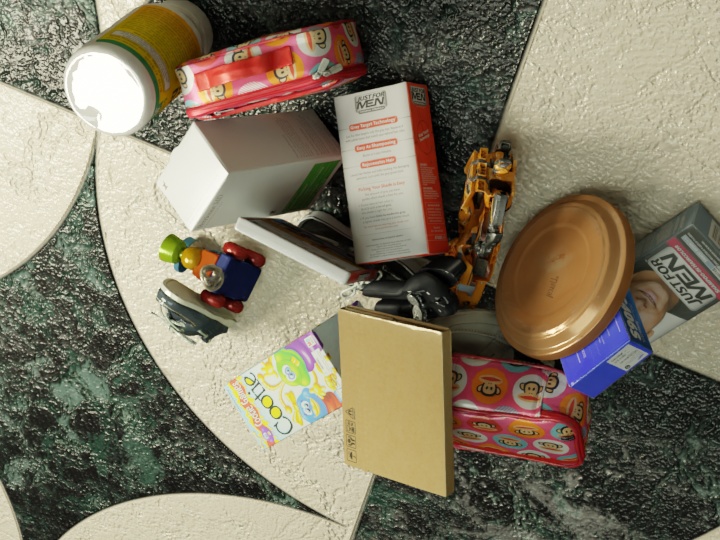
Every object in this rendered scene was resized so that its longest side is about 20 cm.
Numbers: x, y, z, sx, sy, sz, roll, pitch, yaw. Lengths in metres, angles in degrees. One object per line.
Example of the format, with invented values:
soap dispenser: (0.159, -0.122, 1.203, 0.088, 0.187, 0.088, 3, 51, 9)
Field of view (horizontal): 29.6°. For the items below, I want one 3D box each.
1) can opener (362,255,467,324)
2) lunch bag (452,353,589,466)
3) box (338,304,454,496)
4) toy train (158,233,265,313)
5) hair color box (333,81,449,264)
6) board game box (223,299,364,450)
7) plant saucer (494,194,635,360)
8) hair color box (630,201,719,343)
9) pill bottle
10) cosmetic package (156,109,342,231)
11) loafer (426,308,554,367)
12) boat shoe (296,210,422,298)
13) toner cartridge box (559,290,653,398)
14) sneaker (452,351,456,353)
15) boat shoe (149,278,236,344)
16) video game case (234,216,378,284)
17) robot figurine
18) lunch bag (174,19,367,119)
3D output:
can opener: (0.061, 0.032, 1.616, 0.063, 0.079, 0.200, 60, 153, -7)
lunch bag: (0.176, 0.173, 1.638, 0.200, 0.082, 0.176, 8, 155, 17)
box: (0.041, 0.150, 1.587, 0.163, 0.021, 0.200, 11, 109, 42)
toy train: (-0.210, -0.012, 1.744, 0.116, 0.200, 0.085, 26, 90, 17)
hair color box: (0.036, -0.112, 1.597, 0.101, 0.061, 0.201, -8, 89, 29)
board game box: (-0.065, 0.137, 1.756, 0.200, 0.103, 0.105, -34, 88, 43)
plant saucer: (0.228, 0.004, 1.567, 0.032, 0.201, 0.200, 25, 134, -34)
hair color box: (0.348, 0.017, 1.606, 0.099, 0.061, 0.200, 46, 126, -9)
pill bottle: (-0.252, -0.246, 1.598, 0.113, 0.200, 0.113, 10, 123, 16)
cosmetic package: (-0.128, -0.122, 1.620, 0.085, 0.200, 0.108, 53, 130, 19)
loafer: (0.163, 0.090, 1.657, 0.200, 0.070, 0.070, 8, 154, -34)
boat shoe: (0.001, -0.002, 1.730, 0.199, 0.068, 0.074, 35, 127, -2)
toner cartridge box: (0.263, 0.039, 1.566, 0.043, 0.200, 0.095, 27, 125, -33)
sneaker: (0.118, 0.157, 1.778, 0.200, 0.084, 0.121, -18, 106, 33)
boat shoe: (-0.225, 0.058, 1.789, 0.062, 0.200, 0.075, -46, 77, 3)
video game case: (-0.059, -0.025, 1.603, 0.143, 0.200, 0.017, 27, 96, 8)
robot figurine: (0.139, -0.056, 1.596, 0.058, 0.145, 0.200, 10, 135, -1)
lunch bag: (-0.105, -0.230, 1.550, 0.200, 0.176, 0.082, -12, 98, 21)
